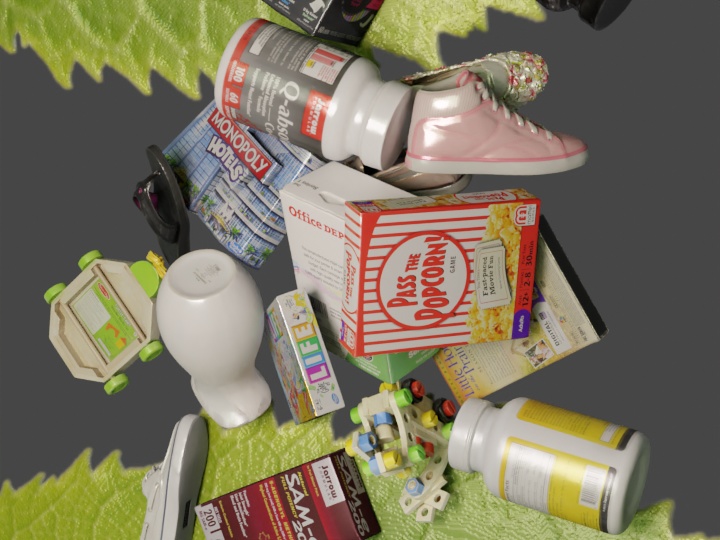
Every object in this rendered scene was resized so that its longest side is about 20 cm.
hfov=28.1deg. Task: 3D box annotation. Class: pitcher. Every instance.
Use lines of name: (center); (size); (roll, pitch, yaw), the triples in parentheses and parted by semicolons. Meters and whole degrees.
pitcher: (-0.182, 0.062, 1.668); (0.171, 0.121, 0.201); (37, 149, 35)

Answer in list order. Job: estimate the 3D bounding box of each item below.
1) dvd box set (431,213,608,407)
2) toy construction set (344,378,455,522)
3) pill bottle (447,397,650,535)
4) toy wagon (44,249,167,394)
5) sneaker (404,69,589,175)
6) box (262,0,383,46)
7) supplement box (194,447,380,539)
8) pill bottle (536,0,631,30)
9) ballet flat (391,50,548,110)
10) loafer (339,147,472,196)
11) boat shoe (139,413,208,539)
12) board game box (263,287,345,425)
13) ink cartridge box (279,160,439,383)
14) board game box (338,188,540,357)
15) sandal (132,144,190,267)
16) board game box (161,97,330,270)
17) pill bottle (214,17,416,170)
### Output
dvd box set: (0.152, 0.047, 1.556); (0.199, 0.029, 0.147); (-32, 87, 36)
toy construction set: (0.056, 0.194, 1.574); (0.091, 0.200, 0.132); (-15, 55, 16)
pill bottle: (0.200, 0.200, 1.532); (0.199, 0.112, 0.113); (15, 100, 23)
toy wagon: (-0.305, 0.050, 1.797); (0.200, 0.040, 0.156); (-41, 77, 21)
sneaker: (0.147, -0.157, 1.512); (0.198, 0.075, 0.106); (0, 105, -6)
box: (-0.016, -0.364, 1.590); (0.106, 0.122, 0.201); (36, 108, 19)
supplement box: (-0.088, 0.294, 1.700); (0.199, 0.061, 0.110); (-25, 83, 23)
pill bottle: (0.196, -0.343, 1.499); (0.200, 0.112, 0.112); (41, 108, 18)
ballet flat: (0.107, -0.194, 1.576); (0.199, 0.064, 0.076); (-13, 86, 24)
loafer: (0.025, -0.114, 1.607); (0.199, 0.072, 0.063); (-6, 131, 23)
boat shoe: (-0.237, 0.268, 1.761); (0.065, 0.074, 0.202); (14, 98, 19)
board game box: (-0.068, 0.101, 1.612); (0.034, 0.200, 0.135); (-18, 84, -11)
ink cartridge box: (0.000, 0.000, 1.555); (0.144, 0.084, 0.201); (26, 136, 42)
board game box: (0.080, 0.001, 1.456); (0.046, 0.198, 0.153); (-139, 47, -61)
sandal: (-0.235, -0.063, 1.684); (0.075, 0.048, 0.201); (50, 156, 32)
board game box: (-0.125, -0.141, 1.660); (0.200, 0.062, 0.200); (-54, 49, 13)
pill bottle: (-0.047, -0.188, 1.550); (0.199, 0.116, 0.117); (23, 102, 15)
